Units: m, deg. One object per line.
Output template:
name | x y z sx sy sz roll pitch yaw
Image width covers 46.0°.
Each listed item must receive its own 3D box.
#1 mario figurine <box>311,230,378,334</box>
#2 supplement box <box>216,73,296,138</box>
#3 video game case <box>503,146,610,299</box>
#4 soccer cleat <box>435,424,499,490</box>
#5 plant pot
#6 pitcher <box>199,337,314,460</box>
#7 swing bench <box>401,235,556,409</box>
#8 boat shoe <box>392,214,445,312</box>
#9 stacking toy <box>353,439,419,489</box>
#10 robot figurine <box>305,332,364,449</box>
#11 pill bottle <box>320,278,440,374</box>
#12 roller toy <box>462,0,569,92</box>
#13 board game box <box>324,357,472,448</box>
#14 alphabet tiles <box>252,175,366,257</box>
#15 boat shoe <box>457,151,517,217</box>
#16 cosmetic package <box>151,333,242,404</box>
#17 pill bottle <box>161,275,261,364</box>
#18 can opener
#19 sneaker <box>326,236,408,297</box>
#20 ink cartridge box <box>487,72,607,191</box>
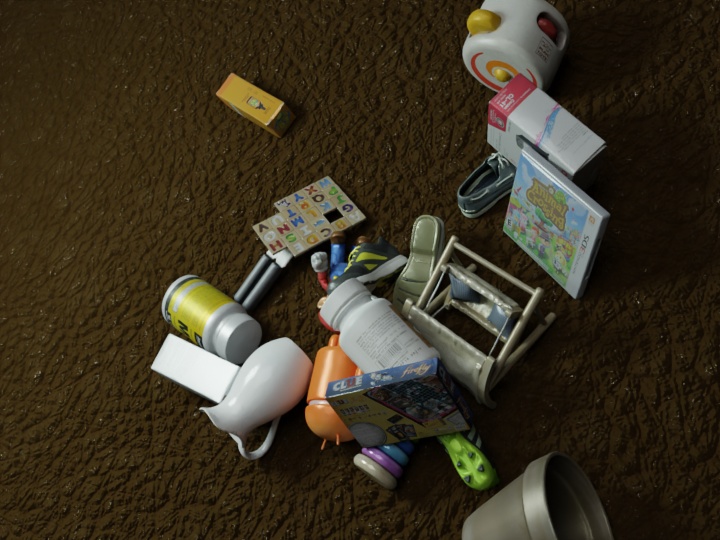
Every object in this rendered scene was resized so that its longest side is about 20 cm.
mario figurine | -0.025 0.021 1.595 0.122 0.106 0.203 -5 62 23
supplement box | -0.238 -0.375 1.927 0.199 0.069 0.067 35 85 37
video game case | 0.323 -0.080 1.430 0.022 0.184 0.200 -21 50 -24
soccer cleat | 0.161 0.268 1.386 0.067 0.081 0.202 -35 58 15
plant pot | 0.249 0.390 1.234 0.172 0.199 0.203 -31 54 30
pitcher | -0.169 0.235 1.540 0.200 0.173 0.121 -44 44 -16
swing bench | 0.188 0.088 1.435 0.198 0.130 0.201 33 83 34
boat shoe | 0.116 0.002 1.552 0.074 0.068 0.203 20 96 28
stacking toy | 0.074 0.265 1.443 0.085 0.086 0.201 25 73 34
robot figurine | -0.034 0.213 1.498 0.142 0.117 0.203 1 65 24
pill bottle | 0.029 0.113 1.416 0.114 0.114 0.200 -45 71 0
roller toy | 0.291 -0.420 1.601 0.180 0.200 0.141 23 77 13
board game box | 0.060 0.212 1.337 0.197 0.136 0.035 -15 36 26
alphabet tiles | -0.111 -0.105 1.707 0.198 0.008 0.167 -28 47 -14
boat shoe | 0.258 -0.184 1.576 0.200 0.062 0.073 -43 51 1
cosmetic package | -0.292 0.204 1.636 0.198 0.113 0.082 18 75 31
pill bottle | -0.294 0.099 1.687 0.199 0.114 0.115 29 80 35
can opener | -0.177 -0.004 1.719 0.052 0.066 0.201 39 94 25
sneaker | 0.000 0.000 1.553 0.085 0.199 0.075 50 133 16
ink cartridge box | 0.318 -0.224 1.478 0.085 0.148 0.200 -40 70 -9
